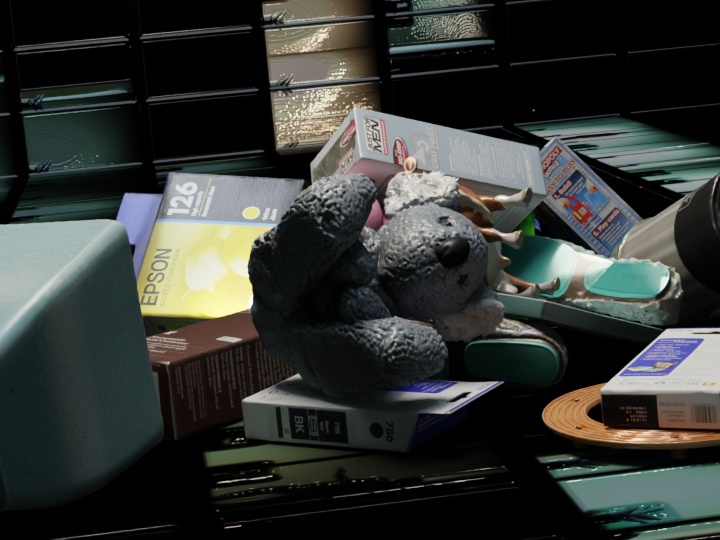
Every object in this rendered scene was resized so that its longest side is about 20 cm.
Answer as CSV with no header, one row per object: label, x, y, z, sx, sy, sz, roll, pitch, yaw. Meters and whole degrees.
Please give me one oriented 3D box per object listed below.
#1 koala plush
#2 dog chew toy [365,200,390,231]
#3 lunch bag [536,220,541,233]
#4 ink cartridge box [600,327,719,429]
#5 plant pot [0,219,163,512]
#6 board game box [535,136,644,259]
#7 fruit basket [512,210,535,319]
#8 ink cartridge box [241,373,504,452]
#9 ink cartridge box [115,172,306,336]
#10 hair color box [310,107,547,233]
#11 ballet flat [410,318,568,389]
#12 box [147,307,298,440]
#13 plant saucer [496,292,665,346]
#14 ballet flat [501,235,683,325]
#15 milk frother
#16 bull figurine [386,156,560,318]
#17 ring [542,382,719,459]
koala plush,0.025,0.002,1.475,0.200,0.178,0.184,-24,-2,-35
dog chew toy,0.000,0.000,1.632,0.124,0.200,0.125,-12,44,12
lunch bag,0.114,-0.060,2.011,0.160,0.076,0.200,-12,-28,24
ink cartridge box,0.265,0.083,1.414,0.094,0.037,0.200,-1,13,25
plant pot,-0.289,0.090,1.357,0.196,0.196,0.200,-2,21,17
board game box,0.237,-0.058,1.870,0.062,0.200,0.200,-46,15,-2
fruit basket,0.095,-0.003,1.773,0.215,0.156,0.216,-1,0,0
ink cartridge box,0.011,0.115,1.452,0.200,0.039,0.099,0,11,33
ink cartridge box,-0.166,-0.016,1.768,0.199,0.047,0.198,4,49,8
hair color box,0.064,-0.086,1.671,0.200,0.061,0.099,10,-34,-26
ballet flat,0.089,0.069,1.578,0.200,0.072,0.072,5,13,15
box,-0.128,0.088,1.574,0.100,0.075,0.200,4,12,40
plant saucer,0.211,0.048,1.600,0.200,0.019,0.070,13,-2,-39
ballet flat,0.214,0.018,1.670,0.200,0.072,0.072,14,20,35
milk frother,0.376,0.006,1.663,0.180,0.200,0.188,-18,-10,-23
bull figurine,0.102,-0.027,1.607,0.121,0.200,0.065,5,53,29
ring,0.244,0.115,1.395,0.200,0.019,0.200,-6,10,1
